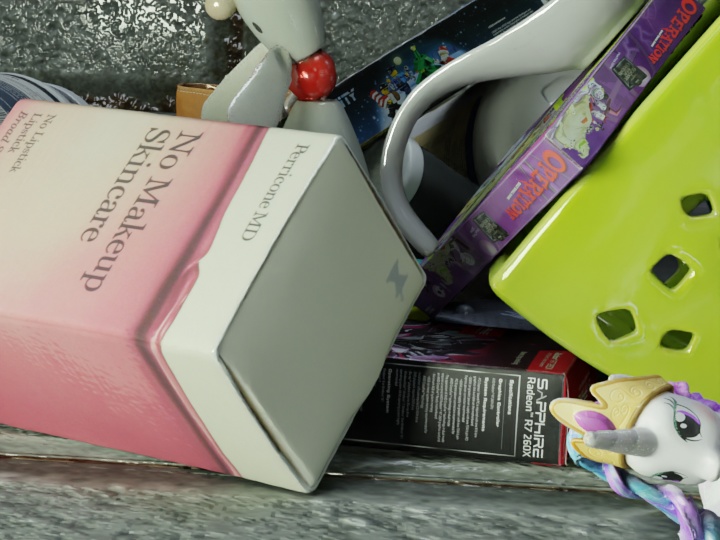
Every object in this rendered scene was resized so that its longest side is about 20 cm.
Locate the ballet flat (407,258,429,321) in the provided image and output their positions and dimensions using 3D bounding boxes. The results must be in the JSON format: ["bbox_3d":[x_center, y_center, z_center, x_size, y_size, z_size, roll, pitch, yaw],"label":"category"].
[{"bbox_3d":[-0.043,0.027,1.294,0.198,0.068,0.067,1,26,15],"label":"ballet flat"}]

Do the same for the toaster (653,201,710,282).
[{"bbox_3d":[0.259,-0.021,1.622,0.128,0.115,0.200,2,6,20],"label":"toaster"}]

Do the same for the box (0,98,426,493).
[{"bbox_3d":[-0.093,0.007,1.082,0.199,0.128,0.109,8,-34,35],"label":"box"}]

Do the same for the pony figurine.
[{"bbox_3d":[0.185,0.068,0.896,0.199,0.168,0.193,21,21,15],"label":"pony figurine"}]

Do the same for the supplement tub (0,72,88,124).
[{"bbox_3d":[-0.266,-0.064,1.595,0.139,0.142,0.200,6,8,20],"label":"supplement tub"}]

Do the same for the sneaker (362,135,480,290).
[{"bbox_3d":[0.000,0.000,1.369,0.099,0.071,0.200,24,-44,-33],"label":"sneaker"}]

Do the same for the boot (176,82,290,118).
[{"bbox_3d":[-0.035,-0.037,1.442,0.198,0.156,0.074,5,8,14],"label":"boot"}]

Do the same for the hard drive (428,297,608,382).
[{"bbox_3d":[0.133,0.041,1.362,0.199,0.043,0.134,-4,11,-43],"label":"hard drive"}]

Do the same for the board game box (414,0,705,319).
[{"bbox_3d":[0.093,-0.057,1.170,0.120,0.032,0.200,-46,-1,-28],"label":"board game box"}]

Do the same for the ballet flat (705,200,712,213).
[{"bbox_3d":[0.231,-0.021,1.299,0.067,0.202,0.063,-27,30,-36],"label":"ballet flat"}]

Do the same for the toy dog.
[{"bbox_3d":[-0.047,-0.055,1.190,0.096,0.202,0.132,-18,-9,-8],"label":"toy dog"}]

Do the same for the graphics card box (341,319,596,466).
[{"bbox_3d":[0.015,0.056,1.180,0.198,0.051,0.125,4,8,12],"label":"graphics card box"}]

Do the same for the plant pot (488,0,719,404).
[{"bbox_3d":[0.196,-0.019,1.171,0.181,0.200,0.199,40,10,0],"label":"plant pot"}]

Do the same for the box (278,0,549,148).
[{"bbox_3d":[0.023,-0.107,1.366,0.199,0.038,0.136,-33,2,-25],"label":"box"}]

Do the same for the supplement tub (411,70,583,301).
[{"bbox_3d":[0.098,-0.050,1.484,0.143,0.146,0.200,-1,-12,-26],"label":"supplement tub"}]

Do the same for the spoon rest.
[{"bbox_3d":[0.075,-0.101,1.142,0.060,0.200,0.099,39,2,-1],"label":"spoon rest"}]
